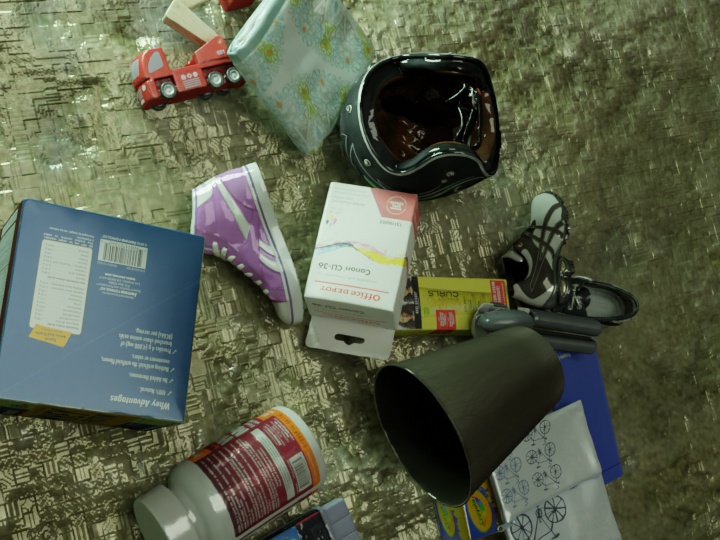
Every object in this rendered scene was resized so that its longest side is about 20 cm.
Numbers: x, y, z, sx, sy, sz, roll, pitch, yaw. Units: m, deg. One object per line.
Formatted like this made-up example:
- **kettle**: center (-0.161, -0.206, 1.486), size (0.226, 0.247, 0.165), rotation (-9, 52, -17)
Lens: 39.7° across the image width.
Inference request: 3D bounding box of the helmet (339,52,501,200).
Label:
- **helmet**: center (0.072, -0.182, 1.284), size (0.200, 0.188, 0.203), rotation (-4, 90, -69)

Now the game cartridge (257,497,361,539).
- **game cartridge**: center (-0.079, 0.366, 1.169), size (0.199, 0.038, 0.131), rotation (-24, 95, -31)

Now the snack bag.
- **snack bag**: center (0.249, 0.290, 1.292), size (0.187, 0.021, 0.202), rotation (-15, 89, -32)

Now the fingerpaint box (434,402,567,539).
- **fingerpaint box**: center (0.169, 0.234, 1.311), size (0.165, 0.073, 0.203), rotation (-8, 82, -30)

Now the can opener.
- **can opener**: center (0.240, 0.083, 1.329), size (0.198, 0.067, 0.054), rotation (9, 102, -21)

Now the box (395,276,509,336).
- **box**: center (0.106, 0.049, 1.331), size (0.198, 0.050, 0.076), rotation (3, 76, -29)

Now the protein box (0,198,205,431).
- **protein box**: center (-0.287, 0.055, 1.061), size (0.196, 0.135, 0.203), rotation (12, 73, -27)

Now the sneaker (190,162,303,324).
- **sneaker**: center (-0.145, -0.017, 1.208), size (0.113, 0.073, 0.203), rotation (-22, 95, -12)

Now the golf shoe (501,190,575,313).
- **golf shoe**: center (0.244, -0.036, 1.401), size (0.093, 0.078, 0.202), rotation (7, 50, -6)

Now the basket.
- **basket**: center (0.142, 0.157, 1.200), size (0.199, 0.136, 0.182), rotation (-24, 78, -35)

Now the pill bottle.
- **pill bottle**: center (-0.144, 0.244, 1.114), size (0.199, 0.109, 0.111), rotation (-27, 93, -31)

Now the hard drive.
- **hard drive**: center (0.307, 0.205, 1.399), size (0.131, 0.025, 0.203), rotation (-11, 88, -45)

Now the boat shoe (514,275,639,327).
- **boat shoe**: center (0.314, 0.040, 1.443), size (0.198, 0.060, 0.077), rotation (4, 77, -28)

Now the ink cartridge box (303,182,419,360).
- **ink cartridge box**: center (0.000, 0.000, 1.240), size (0.115, 0.068, 0.202), rotation (8, 68, 9)

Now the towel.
- **towel**: center (-0.069, -0.276, 1.276), size (0.171, 0.048, 0.201), rotation (49, 53, -29)

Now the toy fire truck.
- **toy fire truck**: center (-0.201, -0.287, 1.237), size (0.198, 0.049, 0.143), rotation (-20, 88, -30)
